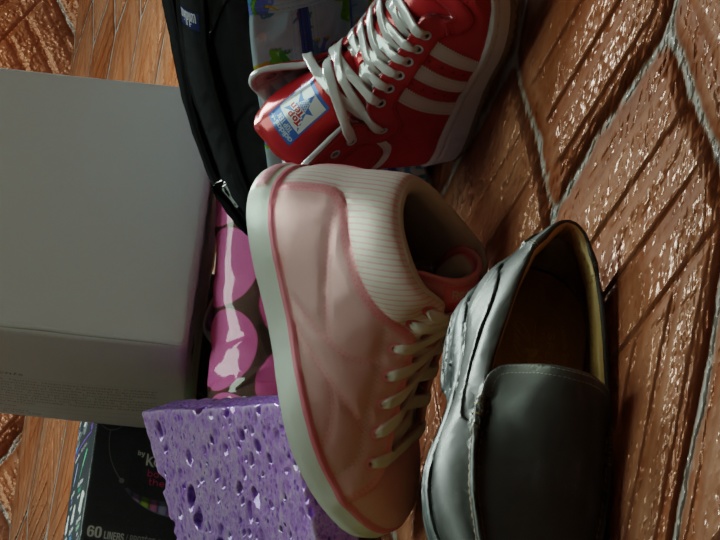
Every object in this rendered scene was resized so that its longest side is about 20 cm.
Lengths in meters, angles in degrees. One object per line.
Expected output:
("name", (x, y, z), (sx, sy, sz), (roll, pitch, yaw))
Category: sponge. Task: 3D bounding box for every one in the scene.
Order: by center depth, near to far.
("sponge", (-0.061, 0.127, 1.606), (0.200, 0.030, 0.112), (-8, 96, 64))

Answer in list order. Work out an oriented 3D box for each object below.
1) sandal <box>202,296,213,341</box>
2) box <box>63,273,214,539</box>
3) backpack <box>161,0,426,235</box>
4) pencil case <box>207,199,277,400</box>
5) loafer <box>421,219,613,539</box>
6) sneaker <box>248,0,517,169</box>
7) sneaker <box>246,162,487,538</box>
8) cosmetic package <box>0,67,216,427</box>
("sandal", (-0.064, -0.033, 1.820), (0.082, 0.050, 0.203), (-31, 28, 29))
("box", (-0.124, 0.108, 1.909), (0.106, 0.122, 0.201), (128, 150, -68))
("backpack", (-0.040, -0.112, 1.556), (0.163, 0.153, 0.201), (-153, 62, -62))
("pencil case", (-0.046, 0.003, 1.714), (0.094, 0.090, 0.201), (78, -165, -68))
("loafer", (0.068, 0.063, 1.143), (0.200, 0.073, 0.072), (-93, 22, -45))
("sneaker", (0.007, -0.108, 1.419), (0.200, 0.112, 0.071), (102, 147, -54))
("sneaker", (0.016, 0.041, 1.404), (0.075, 0.104, 0.201), (-40, -59, -54))
("cosmetic package", (-0.177, -0.010, 1.778), (0.200, 0.166, 0.168), (95, -179, -72))
